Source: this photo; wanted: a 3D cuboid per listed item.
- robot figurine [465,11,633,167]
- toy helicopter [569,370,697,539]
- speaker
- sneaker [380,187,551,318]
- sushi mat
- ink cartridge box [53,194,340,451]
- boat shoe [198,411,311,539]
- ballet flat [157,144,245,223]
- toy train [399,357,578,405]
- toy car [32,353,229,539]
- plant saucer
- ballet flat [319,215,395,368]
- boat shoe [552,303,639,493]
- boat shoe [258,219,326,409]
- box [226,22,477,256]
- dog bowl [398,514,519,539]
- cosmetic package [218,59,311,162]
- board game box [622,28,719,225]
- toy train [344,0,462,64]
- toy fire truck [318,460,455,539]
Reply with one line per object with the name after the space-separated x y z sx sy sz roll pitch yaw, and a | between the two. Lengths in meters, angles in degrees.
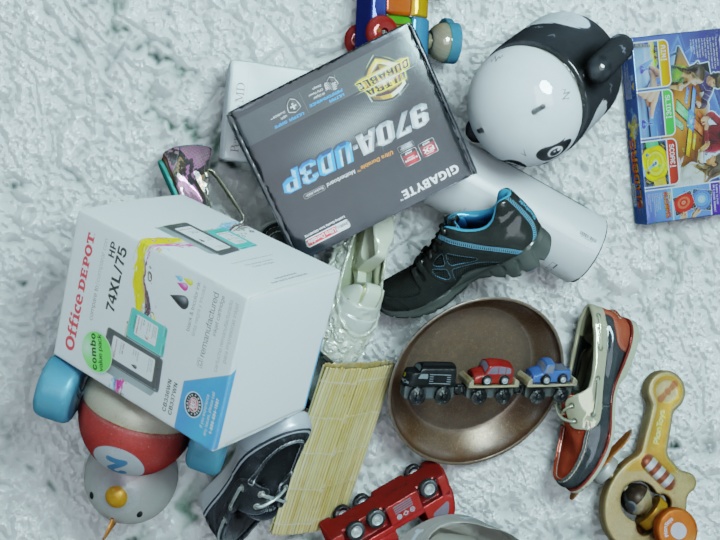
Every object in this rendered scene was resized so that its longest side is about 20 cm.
0.189 -0.183 1.087 0.124 0.200 0.152 29 131 17 | robot figurine
0.312 0.208 1.202 0.130 0.079 0.203 14 82 -1 | toy helicopter
0.156 -0.067 1.137 0.198 0.081 0.082 27 90 -9 | speaker
0.092 -0.019 1.104 0.198 0.074 0.082 -26 117 23 | sneaker
-0.030 0.185 1.117 0.095 0.012 0.203 3 113 -41 | sushi mat
-0.150 0.038 0.983 0.198 0.145 0.149 25 111 26 | ink cartridge box
-0.100 0.213 1.069 0.071 0.200 0.068 1 52 -40 | boat shoe
-0.147 -0.032 1.100 0.070 0.069 0.203 -16 93 -11 | ballet flat
0.135 0.112 1.112 0.197 0.034 0.047 2 102 -17 | toy train
-0.224 0.187 1.061 0.182 0.177 0.203 18 104 0 | toy car
0.118 0.112 1.144 0.197 0.037 0.203 -7 116 -15 | plant saucer
0.000 0.000 1.098 0.071 0.072 0.203 12 77 -10 | ballet flat
0.243 0.138 1.171 0.062 0.071 0.203 21 85 -25 | boat shoe
-0.061 0.046 1.120 0.075 0.060 0.203 -20 98 -7 | boat shoe
-0.009 -0.123 1.045 0.198 0.046 0.161 -26 100 -1 | box
0.092 0.351 1.143 0.198 0.059 0.203 -10 111 -26 | dog bowl
-0.042 -0.150 1.102 0.197 0.074 0.103 4 94 -11 | cosmetic package
0.361 -0.159 1.186 0.133 0.034 0.203 -7 96 -10 | board game box
0.051 -0.310 1.104 0.114 0.085 0.203 1 95 -20 | toy train
0.023 0.309 1.156 0.198 0.049 0.143 -27 111 -15 | toy fire truck
